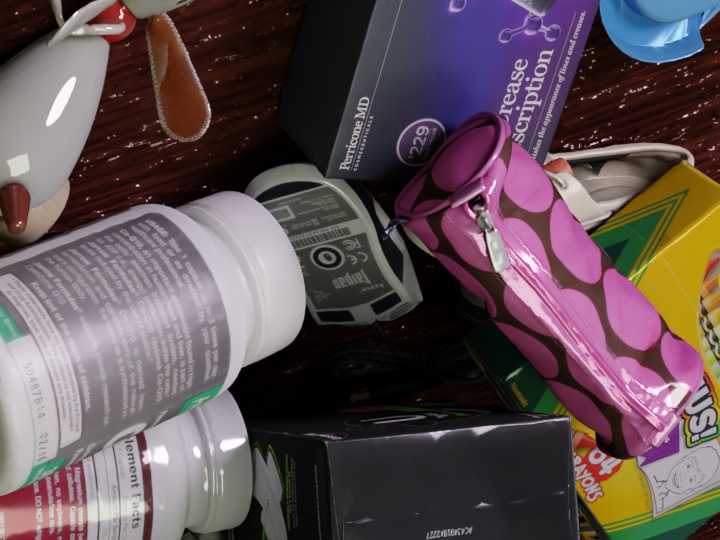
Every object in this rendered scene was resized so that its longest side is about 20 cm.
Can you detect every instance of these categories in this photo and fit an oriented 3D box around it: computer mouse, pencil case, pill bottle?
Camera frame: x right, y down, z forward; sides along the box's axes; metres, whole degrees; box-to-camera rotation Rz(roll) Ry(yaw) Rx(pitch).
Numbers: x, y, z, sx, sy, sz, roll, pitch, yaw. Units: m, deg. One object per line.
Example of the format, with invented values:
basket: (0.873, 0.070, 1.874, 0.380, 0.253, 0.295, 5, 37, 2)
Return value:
computer mouse: (0.000, 0.000, 1.142, 0.109, 0.044, 0.200, -13, 131, 21)
pencil case: (0.104, 0.014, 1.046, 0.091, 0.094, 0.200, -45, 109, -2)
pill bottle: (-0.132, 0.031, 1.028, 0.200, 0.113, 0.113, -24, 132, -37)
pill bottle: (-0.168, 0.117, 1.094, 0.200, 0.113, 0.113, -6, 124, -25)

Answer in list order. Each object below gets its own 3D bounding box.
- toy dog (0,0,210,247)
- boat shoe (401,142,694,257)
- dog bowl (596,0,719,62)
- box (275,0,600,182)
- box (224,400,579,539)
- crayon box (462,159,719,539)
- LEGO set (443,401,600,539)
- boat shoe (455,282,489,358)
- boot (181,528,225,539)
toy dog: (-0.142, -0.090, 0.979, 0.132, 0.096, 0.200, 16, 112, -36)
boat shoe: (0.114, -0.043, 1.164, 0.200, 0.071, 0.063, -4, 138, -34)
dog bowl: (0.213, -0.198, 1.132, 0.200, 0.050, 0.112, -25, 130, -13)
box: (0.052, -0.150, 1.059, 0.141, 0.079, 0.200, 2, 120, -27)
box: (0.017, 0.143, 1.113, 0.148, 0.200, 0.125, -4, 91, -21)
crayon box: (0.182, 0.063, 1.183, 0.172, 0.058, 0.200, -38, 126, -3)
LEGO set: (0.123, 0.166, 1.282, 0.200, 0.116, 0.154, 6, 117, -32)
boat shoe: (0.156, 0.017, 1.228, 0.200, 0.075, 0.062, -12, 124, -20)
boot: (-0.116, 0.175, 1.202, 0.131, 0.068, 0.200, -47, 138, 2)
